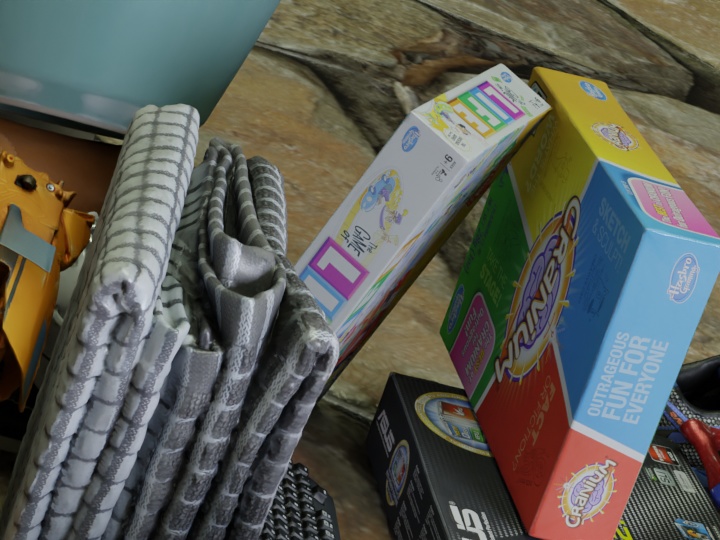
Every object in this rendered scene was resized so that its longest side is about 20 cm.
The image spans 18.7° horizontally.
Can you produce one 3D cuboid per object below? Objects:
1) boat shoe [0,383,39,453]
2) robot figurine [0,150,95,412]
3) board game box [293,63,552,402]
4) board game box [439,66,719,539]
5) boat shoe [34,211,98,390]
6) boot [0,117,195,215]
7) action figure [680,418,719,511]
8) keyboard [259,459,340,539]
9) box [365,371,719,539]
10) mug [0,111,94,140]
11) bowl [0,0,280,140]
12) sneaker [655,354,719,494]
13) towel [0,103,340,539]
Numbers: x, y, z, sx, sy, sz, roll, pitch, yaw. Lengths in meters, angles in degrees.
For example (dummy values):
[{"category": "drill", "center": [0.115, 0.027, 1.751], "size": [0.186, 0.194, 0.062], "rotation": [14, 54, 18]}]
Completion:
[{"category": "boat shoe", "center": [-0.193, 0.013, 0.992], "size": [0.199, 0.067, 0.074], "rotation": [34, 23, 31]}, {"category": "robot figurine", "center": [-0.155, 0.060, 0.765], "size": [0.058, 0.145, 0.201], "rotation": [28, 46, -17]}, {"category": "board game box", "center": [0.000, 0.000, 1.012], "size": [0.034, 0.200, 0.134], "rotation": [41, 24, 7]}, {"category": "board game box", "center": [0.097, 0.011, 1.016], "size": [0.040, 0.154, 0.200], "rotation": [13, 21, -16]}, {"category": "boat shoe", "center": [-0.124, 0.004, 0.916], "size": [0.200, 0.065, 0.074], "rotation": [49, 20, -41]}, {"category": "boot", "center": [-0.173, -0.045, 1.081], "size": [0.198, 0.074, 0.155], "rotation": [10, -6, 12]}, {"category": "action figure", "center": [0.230, 0.144, 1.034], "size": [0.098, 0.065, 0.201], "rotation": [18, 36, -29]}, {"category": "keyboard", "center": [-0.013, 0.122, 0.872], "size": [0.104, 0.040, 0.200], "rotation": [43, 14, -22]}, {"category": "box", "center": [0.095, 0.127, 1.007], "size": [0.159, 0.045, 0.200], "rotation": [15, 21, -15]}, {"category": "mug", "center": [-0.214, -0.177, 1.287], "size": [0.147, 0.177, 0.200], "rotation": [9, 23, -28]}, {"category": "bowl", "center": [-0.140, -0.126, 1.104], "size": [0.199, 0.106, 0.201], "rotation": [14, 1, 0]}, {"category": "sneaker", "center": [0.210, 0.087, 1.162], "size": [0.198, 0.079, 0.075], "rotation": [10, 23, -25]}, {"category": "towel", "center": [-0.076, 0.058, 0.799], "size": [0.085, 0.201, 0.166], "rotation": [17, 22, -10]}]
